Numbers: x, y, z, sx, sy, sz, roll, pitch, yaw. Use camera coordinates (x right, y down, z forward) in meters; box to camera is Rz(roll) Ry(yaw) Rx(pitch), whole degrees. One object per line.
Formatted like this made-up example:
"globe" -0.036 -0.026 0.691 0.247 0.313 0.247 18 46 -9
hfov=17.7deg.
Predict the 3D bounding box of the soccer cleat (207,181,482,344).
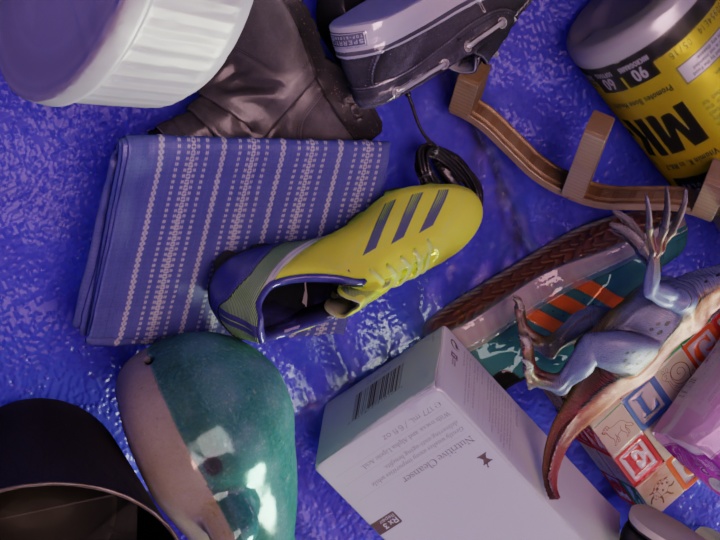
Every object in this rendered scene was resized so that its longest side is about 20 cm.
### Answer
"soccer cleat" 0.000 0.001 1.473 0.199 0.084 0.065 -20 125 -23

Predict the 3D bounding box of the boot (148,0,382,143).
"boot" -0.086 -0.123 1.476 0.131 0.070 0.200 -38 107 -6

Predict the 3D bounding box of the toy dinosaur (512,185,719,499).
"toy dinosaur" 0.191 0.028 1.501 0.180 0.105 0.201 -9 110 4

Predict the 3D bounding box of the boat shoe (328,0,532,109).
"boat shoe" 0.065 -0.163 1.505 0.200 0.072 0.068 -32 115 -37

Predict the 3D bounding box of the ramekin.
"ramekin" -0.136 -0.189 1.382 0.094 0.202 0.204 11 95 -33

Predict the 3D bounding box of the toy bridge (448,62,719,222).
"toy bridge" 0.153 -0.075 1.547 0.199 0.067 0.027 24 48 6

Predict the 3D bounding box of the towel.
"towel" -0.082 -0.021 1.479 0.199 0.024 0.146 -1 117 -33

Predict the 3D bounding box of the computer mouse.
"computer mouse" 0.024 -0.112 1.539 0.201 0.034 0.059 60 42 -22

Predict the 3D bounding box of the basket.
"basket" -0.198 0.161 1.399 0.179 0.200 0.137 -14 106 -4

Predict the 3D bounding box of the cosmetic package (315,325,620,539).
"cosmetic package" 0.075 0.149 1.551 0.113 0.081 0.200 -36 110 23

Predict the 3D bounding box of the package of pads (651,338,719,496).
"package of pads" 0.304 0.071 1.582 0.120 0.076 0.200 40 84 -18

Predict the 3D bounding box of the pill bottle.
"pill bottle" 0.240 -0.112 1.571 0.114 0.114 0.200 -44 110 -8

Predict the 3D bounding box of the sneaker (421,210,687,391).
"sneaker" 0.143 0.028 1.586 0.199 0.071 0.080 -28 108 -5

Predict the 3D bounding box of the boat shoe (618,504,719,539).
"boat shoe" 0.224 0.209 1.598 0.063 0.074 0.201 -53 151 5

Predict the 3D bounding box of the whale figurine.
"whale figurine" -0.075 0.127 1.469 0.103 0.159 0.201 -29 114 1

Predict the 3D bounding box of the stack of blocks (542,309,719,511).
"stack of blocks" 0.238 0.061 1.628 0.200 0.059 0.115 -40 110 -10
